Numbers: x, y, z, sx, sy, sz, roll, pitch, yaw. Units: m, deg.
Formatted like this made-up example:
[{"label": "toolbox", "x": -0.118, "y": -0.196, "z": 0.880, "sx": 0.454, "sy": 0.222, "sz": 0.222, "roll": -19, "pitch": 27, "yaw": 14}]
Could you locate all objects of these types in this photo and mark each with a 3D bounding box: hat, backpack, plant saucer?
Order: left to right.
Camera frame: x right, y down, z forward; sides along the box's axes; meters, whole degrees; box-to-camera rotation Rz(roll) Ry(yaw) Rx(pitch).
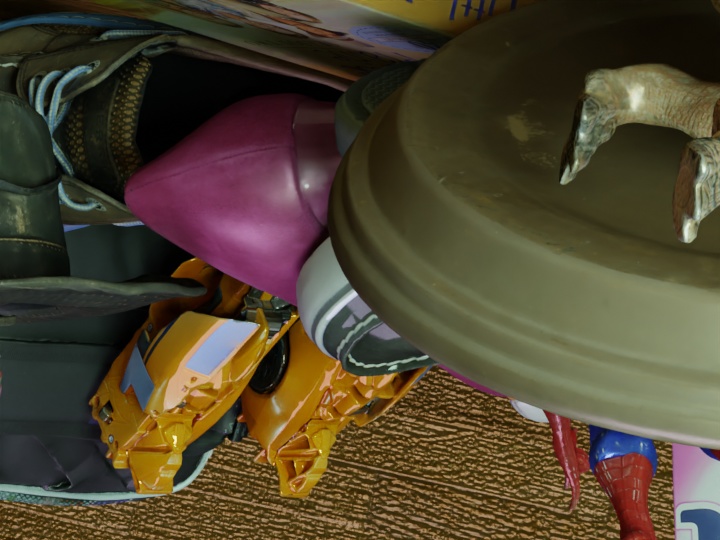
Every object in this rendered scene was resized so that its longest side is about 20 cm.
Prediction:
[{"label": "hat", "x": -0.147, "y": -0.018, "z": 0.794, "sx": 0.199, "sy": 0.082, "sz": 0.201, "roll": -6, "pitch": 180, "yaw": 0}, {"label": "backpack", "x": -0.146, "y": -0.005, "z": 1.067, "sx": 0.199, "sy": 0.179, "sz": 0.150, "roll": 2, "pitch": -159, "yaw": -46}, {"label": "plant saucer", "x": 0.091, "y": -0.022, "z": 0.617, "sx": 0.198, "sy": 0.030, "sz": 0.200, "roll": 0, "pitch": -153, "yaw": 0}]

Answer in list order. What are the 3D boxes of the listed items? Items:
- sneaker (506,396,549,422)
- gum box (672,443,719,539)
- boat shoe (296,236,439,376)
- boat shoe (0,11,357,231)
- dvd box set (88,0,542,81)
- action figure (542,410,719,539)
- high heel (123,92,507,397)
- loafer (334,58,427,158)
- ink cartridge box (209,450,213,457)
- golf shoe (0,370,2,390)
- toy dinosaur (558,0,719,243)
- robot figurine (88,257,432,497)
[{"label": "sneaker", "x": 0.142, "y": 0.014, "z": 1.005, "sx": 0.111, "sy": 0.078, "sz": 0.200, "roll": -4, "pitch": -167, "yaw": 34}, {"label": "gum box", "x": 0.203, "y": 0.102, "z": 0.969, "sx": 0.199, "sy": 0.115, "sz": 0.066, "roll": -4, "pitch": 174, "yaw": 30}, {"label": "boat shoe", "x": 0.074, "y": -0.005, "z": 0.738, "sx": 0.199, "sy": 0.057, "sz": 0.069, "roll": -20, "pitch": 152, "yaw": 20}, {"label": "boat shoe", "x": -0.076, "y": -0.049, "z": 0.880, "sx": 0.198, "sy": 0.073, "sz": 0.072, "roll": -7, "pitch": -174, "yaw": 8}, {"label": "dvd box set", "x": -0.035, "y": -0.084, "z": 0.741, "sx": 0.199, "sy": 0.030, "sz": 0.146, "roll": 15, "pitch": 177, "yaw": -29}, {"label": "action figure", "x": 0.088, "y": 0.052, "z": 0.794, "sx": 0.065, "sy": 0.100, "sz": 0.200, "roll": -16, "pitch": -149, "yaw": 4}, {"label": "high heel", "x": 0.000, "y": 0.000, "z": 0.845, "sx": 0.095, "sy": 0.068, "sz": 0.200, "roll": -9, "pitch": 163, "yaw": 11}, {"label": "loafer", "x": 0.073, "y": 0.006, "z": 0.661, "sx": 0.072, "sy": 0.063, "sz": 0.199, "roll": -24, "pitch": -143, "yaw": -35}, {"label": "ink cartridge box", "x": -0.147, "y": -0.012, "z": 1.216, "sx": 0.199, "sy": 0.146, "sz": 0.084, "roll": 14, "pitch": 180, "yaw": -14}, {"label": "golf shoe", "x": -0.218, "y": -0.001, "z": 0.930, "sx": 0.198, "sy": 0.093, "sz": 0.073, "roll": 3, "pitch": -177, "yaw": -21}, {"label": "toy dinosaur", "x": 0.117, "y": -0.043, "z": 0.534, "sx": 0.134, "sy": 0.087, "sz": 0.200, "roll": 6, "pitch": -178, "yaw": -8}, {"label": "robot figurine", "x": -0.007, "y": 0.007, "z": 1.001, "sx": 0.144, "sy": 0.058, "sz": 0.200, "roll": 4, "pitch": 141, "yaw": -40}]
